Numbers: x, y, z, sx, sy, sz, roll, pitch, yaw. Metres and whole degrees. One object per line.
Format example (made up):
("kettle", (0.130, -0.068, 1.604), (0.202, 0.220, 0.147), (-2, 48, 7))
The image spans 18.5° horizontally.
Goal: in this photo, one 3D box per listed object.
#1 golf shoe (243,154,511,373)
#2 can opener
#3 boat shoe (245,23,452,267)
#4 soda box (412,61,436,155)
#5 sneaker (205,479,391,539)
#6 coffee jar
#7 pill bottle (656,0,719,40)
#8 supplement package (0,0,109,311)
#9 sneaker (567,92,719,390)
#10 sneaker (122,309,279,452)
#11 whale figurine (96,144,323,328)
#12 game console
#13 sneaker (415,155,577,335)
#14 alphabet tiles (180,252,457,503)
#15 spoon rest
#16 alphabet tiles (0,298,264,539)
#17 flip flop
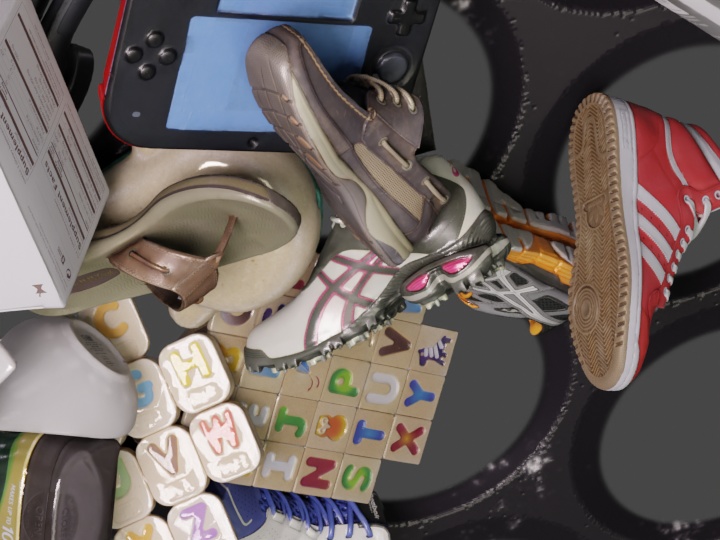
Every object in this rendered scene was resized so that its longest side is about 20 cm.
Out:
("golf shoe", (0.000, 0.000, 1.434), (0.199, 0.077, 0.088), (-28, 92, 22))
("can opener", (-0.187, -0.159, 1.325), (0.063, 0.079, 0.201), (28, 113, 10))
("boat shoe", (-0.004, -0.085, 1.307), (0.073, 0.074, 0.200), (-42, 141, -7))
("soda box", (-0.004, -0.163, 1.371), (0.070, 0.063, 0.201), (-15, 126, -7))
("sneaker", (-0.045, 0.182, 1.592), (0.115, 0.081, 0.200), (-33, 134, 1))
("coffee jar", (-0.251, 0.138, 1.414), (0.199, 0.085, 0.105), (9, 99, 20))
("pill bottle", (0.220, -0.214, 1.380), (0.199, 0.114, 0.114), (26, 112, -31))
("supplement package", (-0.272, -0.061, 1.276), (0.199, 0.111, 0.156), (-6, 129, 16))
("sneaker", (0.200, -0.015, 1.483), (0.112, 0.201, 0.071), (9, 164, -30))
("sneaker", (-0.121, 0.098, 1.503), (0.199, 0.076, 0.071), (-34, 127, 7))
("whale figurine", (-0.120, -0.042, 1.409), (0.199, 0.104, 0.160), (-6, 118, 14))
("game console", (-0.047, -0.148, 1.289), (0.199, 0.031, 0.178), (0, 128, -27))
("sneaker", (0.085, -0.011, 1.501), (0.199, 0.079, 0.077), (27, 123, -29))
("alphabet tiles", (-0.025, 0.073, 1.515), (0.199, 0.006, 0.168), (12, 98, -34))
("spoon rest", (-0.199, 0.066, 1.356), (0.061, 0.099, 0.200), (-46, 164, 9))
("alphabet tiles", (-0.170, 0.122, 1.462), (0.199, 0.015, 0.197), (-23, 89, 8))
("flip flop", (-0.122, -0.002, 1.321), (0.199, 0.058, 0.081), (-18, 145, 23))
